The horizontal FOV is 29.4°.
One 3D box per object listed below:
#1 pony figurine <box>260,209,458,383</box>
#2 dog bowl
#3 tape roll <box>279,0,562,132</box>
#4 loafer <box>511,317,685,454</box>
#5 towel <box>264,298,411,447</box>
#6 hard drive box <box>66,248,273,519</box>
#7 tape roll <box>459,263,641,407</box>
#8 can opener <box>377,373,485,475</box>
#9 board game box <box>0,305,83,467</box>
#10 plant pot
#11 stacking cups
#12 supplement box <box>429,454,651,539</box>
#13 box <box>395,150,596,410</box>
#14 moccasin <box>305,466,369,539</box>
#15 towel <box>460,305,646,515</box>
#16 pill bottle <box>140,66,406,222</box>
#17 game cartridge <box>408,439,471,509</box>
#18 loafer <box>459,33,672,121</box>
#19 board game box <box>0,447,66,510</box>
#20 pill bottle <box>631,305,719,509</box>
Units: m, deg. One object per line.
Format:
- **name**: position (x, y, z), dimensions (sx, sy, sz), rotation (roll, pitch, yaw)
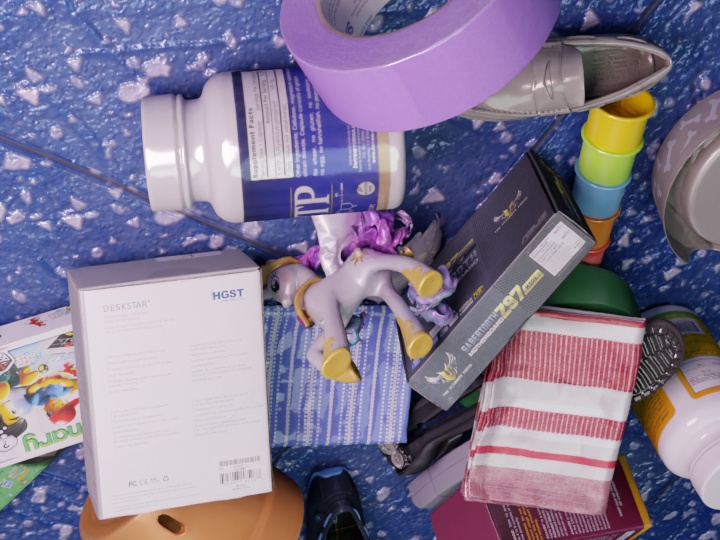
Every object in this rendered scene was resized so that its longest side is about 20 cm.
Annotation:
- **pony figurine**: position (0.000, 0.000, 1.177), dimensions (0.193, 0.200, 0.167), rotation (-39, 126, -6)
- **dog bowl**: position (0.367, -0.093, 1.301), dimensions (0.198, 0.059, 0.201), rotation (-11, 131, -12)
- **tape roll**: position (0.043, -0.197, 0.991), dimensions (0.199, 0.201, 0.066), rotation (-31, 134, 8)
- **loafer**: position (0.212, 0.099, 1.309), dimensions (0.199, 0.071, 0.073), rotation (-28, 109, 8)
- **towel**: position (-0.039, 0.099, 1.298), dimensions (0.198, 0.024, 0.146), rotation (1, 104, -21)
- **hard drive box**: position (-0.161, 0.094, 1.169), dimensions (0.154, 0.077, 0.202), rotation (-6, 105, -18)
- **tape roll**: position (0.178, 0.072, 1.347), dimensions (0.198, 0.049, 0.201), rotation (-6, 144, -5)
- **can opener**: position (0.075, 0.148, 1.360), dimensions (0.078, 0.064, 0.200), rotation (-31, 168, -33)
- **board game box**: position (-0.243, 0.089, 1.218), dimensions (0.198, 0.035, 0.127), rotation (-18, 126, -15)
- **plant pot**: position (-0.172, 0.240, 1.305), dimensions (0.200, 0.201, 0.140), rotation (-40, 115, 15)
- **stacking cups**: position (0.224, -0.077, 1.263), dimensions (0.060, 0.061, 0.201), rotation (-9, 134, -13)
- **supplement box**: position (0.189, 0.263, 1.446), dimensions (0.198, 0.086, 0.110), rotation (-2, 150, -31)
- **box**: position (0.112, 0.005, 1.208), dimensions (0.051, 0.158, 0.200), rotation (36, 108, -16)
- **moccasin**: position (-0.026, 0.298, 1.479), dimensions (0.080, 0.068, 0.201), rotation (-18, 133, -5)
- **towel**: position (0.178, 0.131, 1.268), dimensions (0.142, 0.023, 0.202), rotation (6, 110, -7)
- **pill bottle**: position (-0.069, -0.100, 1.082), dimensions (0.198, 0.120, 0.121), rotation (-5, 131, -5)
- **game cartridge**: position (0.153, 0.200, 1.440), dimensions (0.199, 0.042, 0.133), rotation (-36, 153, 31)
- **loafer**: position (0.164, -0.165, 1.145), dimensions (0.198, 0.070, 0.071), rotation (-13, 100, -15)
- **board game box**: position (-0.329, 0.155, 1.274), dimensions (0.200, 0.024, 0.105), rotation (-42, 133, 16)
- **pill bottle**: position (0.339, 0.140, 1.391), dimensions (0.110, 0.201, 0.112), rotation (-10, 132, -12)
